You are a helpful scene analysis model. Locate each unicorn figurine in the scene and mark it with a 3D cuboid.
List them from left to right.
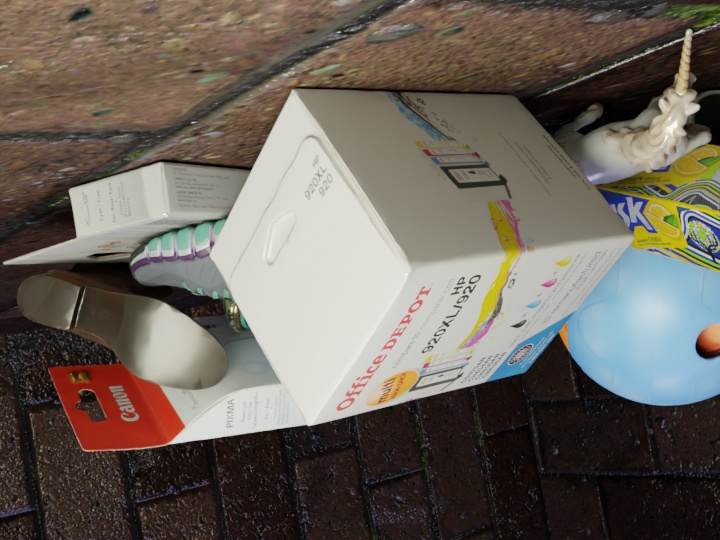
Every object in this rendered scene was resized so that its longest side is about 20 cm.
[{"bbox_3d":[0.190,-0.095,0.722,0.200,0.074,0.137,-36,180,40],"label":"unicorn figurine"}]

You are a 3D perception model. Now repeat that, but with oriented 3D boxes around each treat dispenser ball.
[{"bbox_3d":[0.272,0.020,0.913,0.200,0.202,0.201,-10,177,-1],"label":"treat dispenser ball"}]

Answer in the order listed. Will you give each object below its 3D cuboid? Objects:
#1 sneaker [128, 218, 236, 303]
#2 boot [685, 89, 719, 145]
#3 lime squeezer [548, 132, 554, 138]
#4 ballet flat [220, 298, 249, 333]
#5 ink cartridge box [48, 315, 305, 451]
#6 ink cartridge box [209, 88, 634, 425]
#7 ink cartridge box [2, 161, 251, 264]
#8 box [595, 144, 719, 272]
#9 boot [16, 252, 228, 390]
[{"bbox_3d":[-0.102,0.006,0.787,0.199,0.088,0.074,-15,175,35],"label":"sneaker"},{"bbox_3d":[0.330,-0.117,0.919,0.199,0.073,0.144,0,174,-22],"label":"boot"},{"bbox_3d":[0.132,-0.106,0.886,0.199,0.038,0.071,-9,-152,-39],"label":"lime squeezer"},{"bbox_3d":[-0.097,-0.009,0.950,0.074,0.074,0.200,-12,-157,27],"label":"ballet flat"},{"bbox_3d":[-0.154,0.090,0.876,0.199,0.047,0.160,-2,-160,-26],"label":"ink cartridge box"},{"bbox_3d":[0.036,-0.014,0.654,0.199,0.145,0.147,-8,142,-39],"label":"ink cartridge box"},{"bbox_3d":[-0.165,-0.044,0.845,0.176,0.045,0.200,-12,175,28],"label":"ink cartridge box"},{"bbox_3d":[0.239,-0.056,0.778,0.070,0.064,0.200,-40,-154,-13],"label":"box"},{"bbox_3d":[-0.189,0.035,0.907,0.186,0.064,0.200,26,-175,0],"label":"boot"}]
